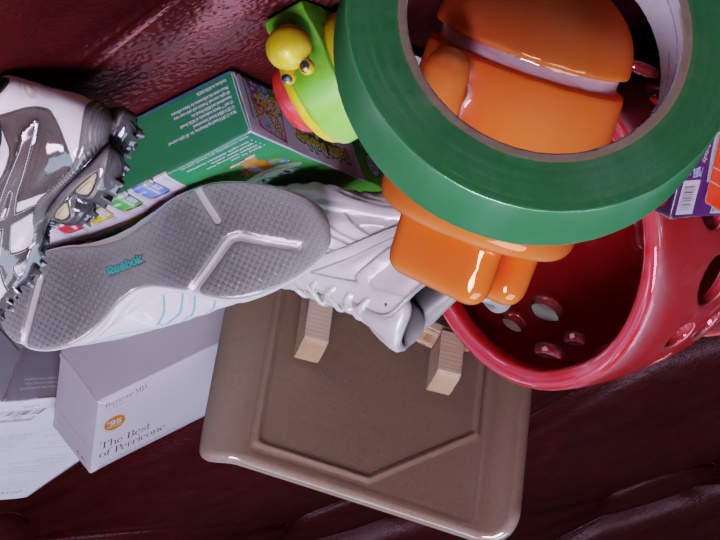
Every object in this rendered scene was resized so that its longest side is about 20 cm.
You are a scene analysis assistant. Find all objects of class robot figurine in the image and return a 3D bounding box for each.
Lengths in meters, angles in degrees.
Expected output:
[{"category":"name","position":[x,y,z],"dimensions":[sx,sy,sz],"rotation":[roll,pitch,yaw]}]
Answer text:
[{"category":"robot figurine","position":[0.082,-0.083,1.534],"dimensions":[0.143,0.201,0.117],"rotation":[14,-167,-18]}]

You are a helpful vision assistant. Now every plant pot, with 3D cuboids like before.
[{"category":"plant pot","position":[0.161,-0.040,1.712],"dimensions":[0.182,0.201,0.200],"rotation":[-15,165,-44]}]

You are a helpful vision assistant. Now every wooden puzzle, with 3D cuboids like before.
[{"category":"wooden puzzle","position":[0.006,0.075,1.731],"dimensions":[0.199,0.186,0.037],"rotation":[15,137,-7]}]

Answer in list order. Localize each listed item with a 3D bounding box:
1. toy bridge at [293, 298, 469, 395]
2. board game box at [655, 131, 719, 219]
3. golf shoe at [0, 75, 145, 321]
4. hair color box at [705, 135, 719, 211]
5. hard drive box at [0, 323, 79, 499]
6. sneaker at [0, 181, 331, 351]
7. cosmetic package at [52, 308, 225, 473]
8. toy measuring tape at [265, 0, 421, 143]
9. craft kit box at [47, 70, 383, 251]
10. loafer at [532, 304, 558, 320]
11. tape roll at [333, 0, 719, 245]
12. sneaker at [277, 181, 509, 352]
[{"category":"toy bridge","position":[-0.026,0.022,1.714],"dimensions":[0.199,0.067,0.027],"rotation":[15,143,-11]},{"category":"board game box","position":[0.232,-0.128,1.569],"dimensions":[0.120,0.032,0.201],"rotation":[-2,114,-37]},{"category":"golf shoe","position":[-0.204,-0.040,1.528],"dimensions":[0.094,0.078,0.200],"rotation":[29,130,-19]},{"category":"hair color box","position":[0.269,-0.124,1.541],"dimensions":[0.111,0.064,0.201],"rotation":[-9,117,-38]},{"category":"hard drive box","position":[-0.244,0.090,1.880],"dimensions":[0.155,0.077,0.200],"rotation":[-1,155,-44]},{"category":"sneaker","position":[-0.109,-0.003,1.625],"dimensions":[0.199,0.071,0.080],"rotation":[-15,172,12]},{"category":"cosmetic package","position":[-0.101,0.052,1.795],"dimensions":[0.200,0.051,0.083],"rotation":[-26,149,-27]},{"category":"toy measuring tape","position":[0.007,-0.101,1.560],"dimensions":[0.073,0.074,0.200],"rotation":[-26,161,24]},{"category":"craft kit box","position":[-0.110,-0.042,1.671],"dimensions":[0.199,0.049,0.197],"rotation":[-25,165,20]},{"category":"loafer","position":[0.119,-0.013,1.939],"dimensions":[0.068,0.076,0.200],"rotation":[-45,158,23]},{"category":"tape roll","position":[0.088,-0.113,1.381],"dimensions":[0.200,0.201,0.048],"rotation":[-14,163,-15]},{"category":"sneaker","position":[0.000,0.000,1.639],"dimensions":[0.199,0.100,0.078],"rotation":[-8,161,18]}]
